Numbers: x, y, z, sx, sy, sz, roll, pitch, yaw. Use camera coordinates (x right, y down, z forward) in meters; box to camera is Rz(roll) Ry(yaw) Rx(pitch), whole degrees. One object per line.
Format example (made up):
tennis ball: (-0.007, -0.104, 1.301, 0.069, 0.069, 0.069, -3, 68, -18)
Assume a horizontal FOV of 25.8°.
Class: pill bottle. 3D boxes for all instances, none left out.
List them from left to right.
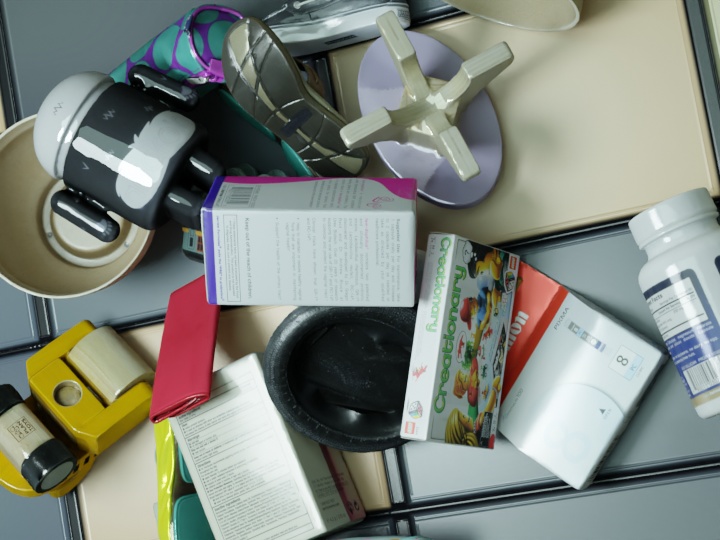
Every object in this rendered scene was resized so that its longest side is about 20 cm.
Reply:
pill bottle: (0.330, 0.029, 1.480, 0.111, 0.111, 0.200, -26, 80, 20)

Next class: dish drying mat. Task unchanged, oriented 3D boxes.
dish drying mat: (-0.181, 0.078, 1.670, 0.077, 0.200, 0.018, -29, 123, 22)

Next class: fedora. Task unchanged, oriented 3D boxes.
fedora: (-0.002, 0.088, 1.604, 0.200, 0.092, 0.201, -2, 118, -4)

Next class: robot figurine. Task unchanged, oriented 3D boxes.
robot figurine: (-0.233, -0.118, 1.592, 0.200, 0.150, 0.125, 28, 129, 5)

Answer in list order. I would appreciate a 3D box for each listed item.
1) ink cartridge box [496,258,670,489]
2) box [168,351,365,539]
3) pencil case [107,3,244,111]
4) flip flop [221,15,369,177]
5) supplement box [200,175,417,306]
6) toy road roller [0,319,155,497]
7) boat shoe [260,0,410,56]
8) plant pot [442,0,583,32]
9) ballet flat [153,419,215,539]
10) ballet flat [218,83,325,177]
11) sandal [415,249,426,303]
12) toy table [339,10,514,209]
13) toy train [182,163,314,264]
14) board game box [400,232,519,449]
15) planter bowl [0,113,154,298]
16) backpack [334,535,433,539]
ink cartridge box: (0.183, 0.097, 1.575, 0.200, 0.047, 0.160, 33, 101, 18)
box: (-0.101, 0.198, 1.657, 0.128, 0.109, 0.200, -26, 79, 22)
pencil case: (-0.199, -0.210, 1.680, 0.200, 0.085, 0.092, -25, 41, 48)
flip flop: (-0.064, -0.176, 1.609, 0.200, 0.058, 0.081, 45, 124, -14)
supplement box: (-0.045, -0.030, 1.517, 0.200, 0.101, 0.103, 0, 112, 4)
toy road roller: (-0.328, 0.168, 1.763, 0.200, 0.146, 0.123, -39, 71, -21)
boat shoe: (-0.046, -0.272, 1.662, 0.200, 0.072, 0.068, -10, 84, 22)
plant pot: (0.159, -0.364, 1.536, 0.187, 0.187, 0.200, 18, 82, 22)
ballet flat: (-0.199, 0.240, 1.730, 0.067, 0.067, 0.200, -7, 83, 43)
ballet flat: (-0.070, -0.150, 1.677, 0.064, 0.067, 0.200, -41, 76, -10)
sandal: (-0.002, -0.005, 1.649, 0.202, 0.082, 0.050, -3, 45, 24)
toy table: (0.066, -0.163, 1.570, 0.184, 0.117, 0.200, -39, 79, -4)
toy train: (-0.114, -0.051, 1.656, 0.200, 0.085, 0.114, 14, 102, 46)
board game box: (0.099, 0.072, 1.546, 0.035, 0.126, 0.200, 4, 84, 37)
planter bowl: (-0.310, -0.064, 1.720, 0.200, 0.135, 0.200, 0, 85, 4)
backpack: (-0.006, 0.335, 1.595, 0.200, 0.167, 0.127, -7, 81, 16)
